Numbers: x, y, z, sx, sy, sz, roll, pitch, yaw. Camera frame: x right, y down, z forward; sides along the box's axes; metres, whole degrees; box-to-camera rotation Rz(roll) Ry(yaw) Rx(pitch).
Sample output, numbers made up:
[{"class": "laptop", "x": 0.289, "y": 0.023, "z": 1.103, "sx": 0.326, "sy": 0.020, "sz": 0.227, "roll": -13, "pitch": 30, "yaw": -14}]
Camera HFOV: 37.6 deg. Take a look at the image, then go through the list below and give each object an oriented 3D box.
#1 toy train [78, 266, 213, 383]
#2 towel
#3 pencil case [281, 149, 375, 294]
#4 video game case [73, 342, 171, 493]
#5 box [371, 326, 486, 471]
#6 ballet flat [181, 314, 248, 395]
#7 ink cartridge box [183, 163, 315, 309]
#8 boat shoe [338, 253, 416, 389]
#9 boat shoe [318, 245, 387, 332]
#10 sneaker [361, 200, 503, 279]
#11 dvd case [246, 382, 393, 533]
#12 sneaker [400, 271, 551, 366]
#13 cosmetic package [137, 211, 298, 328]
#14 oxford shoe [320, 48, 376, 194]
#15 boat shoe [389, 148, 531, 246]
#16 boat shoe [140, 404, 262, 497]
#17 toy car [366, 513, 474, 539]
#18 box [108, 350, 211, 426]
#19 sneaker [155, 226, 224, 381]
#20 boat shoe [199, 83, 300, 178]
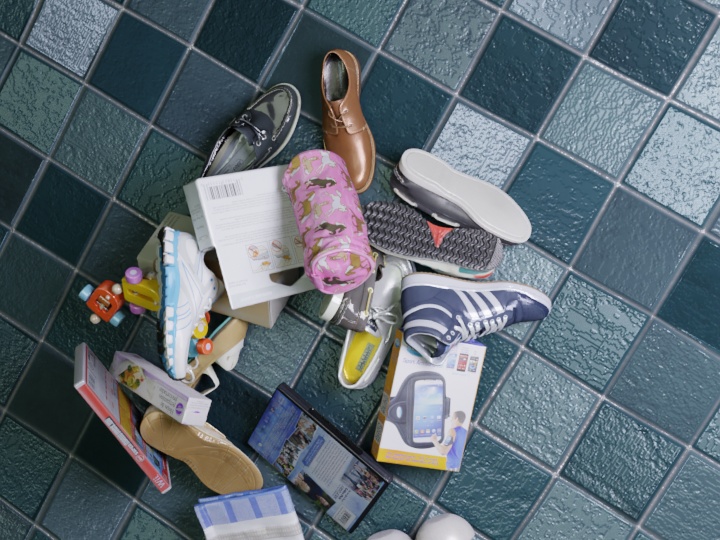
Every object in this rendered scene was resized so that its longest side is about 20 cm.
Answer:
[{"class": "toy train", "x": -0.285, "y": 0.060, "z": 1.458, "sx": 0.200, "sy": 0.056, "sz": 0.150, "roll": 38, "pitch": 137, "yaw": -1}, {"class": "towel", "x": -0.144, "y": 0.405, "z": 1.497, "sx": 0.147, "sy": 0.024, "sz": 0.200, "roll": -12, "pitch": 103, "yaw": 14}, {"class": "pencil case", "x": -0.042, "y": -0.064, "z": 1.347, "sx": 0.087, "sy": 0.083, "sz": 0.200, "roll": -43, "pitch": 43, "yaw": 26}, {"class": "video game case", "x": -0.329, "y": 0.202, "z": 1.460, "sx": 0.017, "sy": 0.143, "sz": 0.200, "roll": -34, "pitch": 112, "yaw": -2}, {"class": "box", "x": 0.093, "y": 0.163, "z": 1.414, "sx": 0.119, "sy": 0.041, "sz": 0.200, "roll": 10, "pitch": 98, "yaw": -13}, {"class": "ballet flat", "x": -0.212, "y": 0.130, "z": 1.509, "sx": 0.200, "sy": 0.069, "sz": 0.063, "roll": -42, "pitch": 91, "yaw": 22}, {"class": "ink cartridge box", "x": -0.122, "y": -0.049, "z": 1.413, "sx": 0.044, "sy": 0.200, "sz": 0.174, "roll": -16, "pitch": 88, "yaw": 52}, {"class": "boat shoe", "x": 0.015, "y": 0.068, "z": 1.429, "sx": 0.074, "sy": 0.086, "sz": 0.202, "roll": 25, "pitch": 97, "yaw": 11}, {"class": "boat shoe", "x": 0.000, "y": 0.000, "z": 1.399, "sx": 0.060, "sy": 0.201, "sz": 0.072, "roll": 27, "pitch": 136, "yaw": -9}, {"class": "sneaker", "x": 0.085, "y": -0.029, "z": 1.397, "sx": 0.199, "sy": 0.093, "sz": 0.070, "roll": 15, "pitch": 69, "yaw": 3}, {"class": "dvd case", "x": -0.059, "y": 0.259, "z": 1.458, "sx": 0.200, "sy": 0.018, "sz": 0.143, "roll": 40, "pitch": 132, "yaw": 10}, {"class": "sneaker", "x": 0.148, "y": 0.069, "z": 1.367, "sx": 0.200, "sy": 0.070, "sz": 0.109, "roll": 8, "pitch": 55, "yaw": -2}, {"class": "cosmetic package", "x": -0.195, "y": -0.002, "z": 1.465, "sx": 0.200, "sy": 0.105, "sz": 0.071, "roll": 14, "pitch": 138, "yaw": 13}, {"class": "oxford shoe", "x": -0.026, "y": -0.202, "z": 1.438, "sx": 0.071, "sy": 0.071, "sz": 0.200, "roll": -10, "pitch": 92, "yaw": 13}, {"class": "boat shoe", "x": 0.131, "y": -0.087, "z": 1.406, "sx": 0.200, "sy": 0.074, "sz": 0.060, "roll": 28, "pitch": 140, "yaw": -4}, {"class": "boat shoe", "x": -0.221, "y": 0.249, "z": 1.500, "sx": 0.200, "sy": 0.069, "sz": 0.074, "roll": 40, "pitch": 99, "yaw": -18}, {"class": "toy car", "x": 0.085, "y": 0.430, "z": 1.395, "sx": 0.200, "sy": 0.150, "sz": 0.175, "roll": -19, "pitch": 87, "yaw": 15}, {"class": "box", "x": -0.283, "y": 0.163, "z": 1.477, "sx": 0.200, "sy": 0.041, "sz": 0.039, "roll": 21, "pitch": 95, "yaw": 44}, {"class": "sneaker", "x": -0.218, "y": 0.043, "z": 1.367, "sx": 0.086, "sy": 0.075, "sz": 0.200, "roll": 4, "pitch": 78, "yaw": -21}, {"class": "boat shoe", "x": -0.160, "y": -0.180, "z": 1.475, "sx": 0.199, "sy": 0.066, "sz": 0.075, "roll": -45, "pitch": 81, "yaw": 12}]
